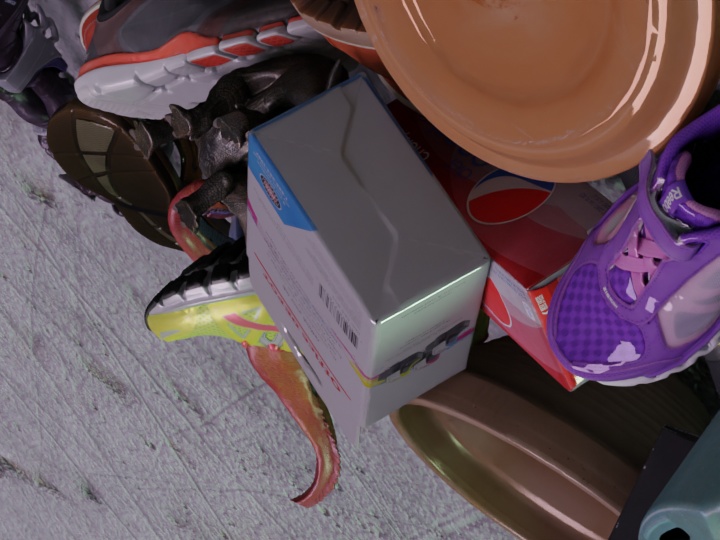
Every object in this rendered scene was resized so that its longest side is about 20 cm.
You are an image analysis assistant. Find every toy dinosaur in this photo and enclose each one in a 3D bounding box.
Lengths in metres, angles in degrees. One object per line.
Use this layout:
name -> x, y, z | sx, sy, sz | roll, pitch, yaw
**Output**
toy dinosaur -> -0.046, 0.019, 1.659 | 0.105, 0.200, 0.181 | -6, 160, 42
toy dinosaur -> -0.049, -0.078, 1.466 | 0.077, 0.102, 0.200 | 52, 144, 13

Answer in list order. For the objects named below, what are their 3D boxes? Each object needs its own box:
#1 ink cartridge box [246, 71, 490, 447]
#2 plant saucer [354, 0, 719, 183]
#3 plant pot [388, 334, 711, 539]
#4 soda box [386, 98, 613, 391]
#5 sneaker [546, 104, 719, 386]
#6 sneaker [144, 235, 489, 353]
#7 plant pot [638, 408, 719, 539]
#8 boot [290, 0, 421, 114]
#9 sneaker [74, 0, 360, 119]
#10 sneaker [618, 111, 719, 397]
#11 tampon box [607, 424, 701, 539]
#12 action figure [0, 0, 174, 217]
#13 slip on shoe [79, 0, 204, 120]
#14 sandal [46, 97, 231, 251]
ink cartridge box -> 0.000, 0.000, 1.430 | 0.115, 0.068, 0.200 | 57, 167, 16
plant saucer -> 0.069, -0.131, 1.247 | 0.200, 0.032, 0.201 | 20, 123, 33
plant pot -> 0.121, 0.091, 1.542 | 0.201, 0.093, 0.201 | 32, 166, 9
soda box -> 0.070, -0.024, 1.412 | 0.200, 0.063, 0.070 | 43, 163, 54
sneaker -> 0.142, -0.021, 1.230 | 0.200, 0.088, 0.081 | -42, 69, 33
sneaker -> -0.021, 0.024, 1.570 | 0.200, 0.078, 0.090 | -9, 108, 17
plant pot -> 0.234, 0.087, 1.240 | 0.200, 0.196, 0.200 | 35, 155, 19
boot -> 0.068, -0.100, 1.372 | 0.200, 0.075, 0.107 | 25, 166, 33
sneaker -> -0.073, -0.137, 1.517 | 0.200, 0.082, 0.077 | -9, 162, 35
sneaker -> 0.177, 0.000, 1.362 | 0.085, 0.074, 0.200 | 26, 143, 48
tampon box -> 0.215, 0.191, 1.433 | 0.126, 0.150, 0.200 | 19, 170, 44
action figure -> -0.176, -0.093, 1.774 | 0.130, 0.069, 0.200 | 9, 154, 43
slip on shoe -> -0.097, -0.110, 1.620 | 0.200, 0.061, 0.074 | 22, 151, 44
sandal -> -0.119, -0.062, 1.688 | 0.082, 0.055, 0.200 | 14, 165, 28
